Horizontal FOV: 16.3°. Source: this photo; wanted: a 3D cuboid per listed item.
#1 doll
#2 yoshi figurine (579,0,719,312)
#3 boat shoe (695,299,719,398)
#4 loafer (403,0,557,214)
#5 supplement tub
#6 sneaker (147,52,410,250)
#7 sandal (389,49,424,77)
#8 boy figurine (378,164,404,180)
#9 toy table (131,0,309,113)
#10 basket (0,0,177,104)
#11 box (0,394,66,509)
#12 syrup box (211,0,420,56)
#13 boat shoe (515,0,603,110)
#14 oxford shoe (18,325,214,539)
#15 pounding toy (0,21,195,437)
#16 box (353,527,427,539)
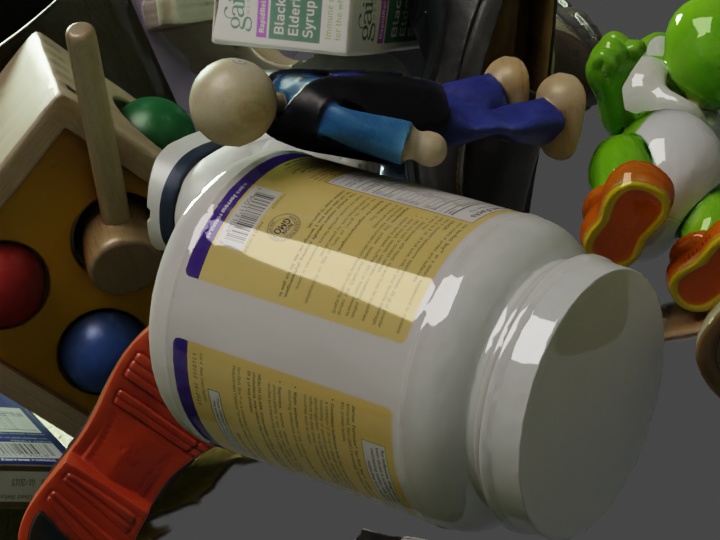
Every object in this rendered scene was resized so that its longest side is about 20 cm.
[{"bbox_3d":[0.004,-0.075,1.172,0.200,0.049,0.136,-4,17,-39],"label":"doll"},{"bbox_3d":[0.165,-0.076,1.246,0.112,0.113,0.200,-8,32,12],"label":"yoshi figurine"},{"bbox_3d":[0.232,-0.009,1.108,0.200,0.074,0.066,-31,16,1],"label":"boat shoe"},{"bbox_3d":[0.068,-0.085,1.280,0.072,0.201,0.073,-1,5,43],"label":"loafer"},{"bbox_3d":[0.021,0.034,1.135,0.200,0.146,0.145,17,54,32],"label":"supplement tub"},{"bbox_3d":[-0.023,-0.054,1.296,0.080,0.077,0.200,14,36,32],"label":"sneaker"},{"bbox_3d":[-0.007,-0.096,1.484,0.043,0.076,0.200,28,63,29],"label":"sandal"},{"bbox_3d":[0.000,0.000,1.333,0.124,0.065,0.200,-20,29,17],"label":"boy figurine"},{"bbox_3d":[-0.079,-0.168,1.568,0.117,0.184,0.200,-3,20,46],"label":"toy table"},{"bbox_3d":[-0.173,-0.073,1.478,0.180,0.200,0.136,-32,29,4],"label":"basket"},{"bbox_3d":[-0.246,0.086,1.412,0.121,0.032,0.200,3,16,-26],"label":"box"},{"bbox_3d":[0.000,-0.159,1.334,0.081,0.079,0.200,8,10,21],"label":"syrup box"},{"bbox_3d":[0.102,-0.118,1.410,0.065,0.073,0.200,6,16,-6],"label":"boat shoe"},{"bbox_3d":[-0.105,0.071,1.291,0.200,0.071,0.073,-48,8,5],"label":"oxford shoe"},{"bbox_3d":[-0.149,-0.028,1.344,0.200,0.184,0.142,-50,27,11],"label":"pounding toy"},{"bbox_3d":[0.006,0.201,1.032,0.160,0.049,0.200,1,44,50],"label":"box"}]
